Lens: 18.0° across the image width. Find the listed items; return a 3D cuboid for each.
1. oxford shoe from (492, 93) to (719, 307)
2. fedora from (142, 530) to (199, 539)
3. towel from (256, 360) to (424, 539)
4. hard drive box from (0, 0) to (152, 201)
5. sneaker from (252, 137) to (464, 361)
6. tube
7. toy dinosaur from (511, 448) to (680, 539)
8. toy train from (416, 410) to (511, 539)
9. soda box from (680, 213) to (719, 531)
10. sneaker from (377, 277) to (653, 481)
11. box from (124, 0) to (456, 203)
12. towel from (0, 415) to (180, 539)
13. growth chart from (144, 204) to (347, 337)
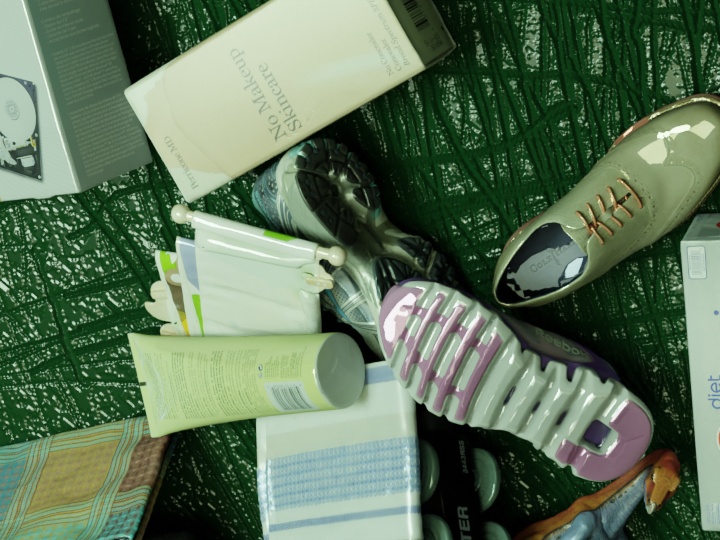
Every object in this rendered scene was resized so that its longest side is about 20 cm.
[{"bbox_3d":[0.166,-0.036,1.475,0.071,0.074,0.200,47,115,0],"label":"oxford shoe"},{"bbox_3d":[-0.136,0.261,1.649,0.091,0.201,0.202,-20,101,-8],"label":"fedora"},{"bbox_3d":[-0.012,0.163,1.530,0.146,0.024,0.202,-14,74,41],"label":"towel"},{"bbox_3d":[-0.243,-0.152,1.554,0.155,0.077,0.201,-5,105,43],"label":"hard drive box"},{"bbox_3d":[0.000,0.000,1.557,0.086,0.078,0.201,-16,111,52],"label":"sneaker"},{"bbox_3d":[-0.085,0.073,1.561,0.199,0.058,0.052,-8,147,42],"label":"tube"},{"bbox_3d":[0.141,0.186,1.545,0.199,0.105,0.183,27,103,16],"label":"toy dinosaur"},{"bbox_3d":[0.043,0.199,1.546,0.114,0.085,0.201,-28,62,43],"label":"toy train"},{"bbox_3d":[0.250,0.066,1.482,0.063,0.068,0.202,-1,107,18],"label":"soda box"},{"bbox_3d":[0.100,0.063,1.510,0.199,0.089,0.081,29,111,-10],"label":"sneaker"},{"bbox_3d":[-0.047,-0.134,1.517,0.199,0.078,0.095,-30,95,24],"label":"box"},{"bbox_3d":[-0.231,0.165,1.642,0.199,0.147,0.022,-14,124,22],"label":"towel"},{"bbox_3d":[-0.082,0.031,1.565,0.144,0.018,0.201,19,142,11],"label":"growth chart"}]
